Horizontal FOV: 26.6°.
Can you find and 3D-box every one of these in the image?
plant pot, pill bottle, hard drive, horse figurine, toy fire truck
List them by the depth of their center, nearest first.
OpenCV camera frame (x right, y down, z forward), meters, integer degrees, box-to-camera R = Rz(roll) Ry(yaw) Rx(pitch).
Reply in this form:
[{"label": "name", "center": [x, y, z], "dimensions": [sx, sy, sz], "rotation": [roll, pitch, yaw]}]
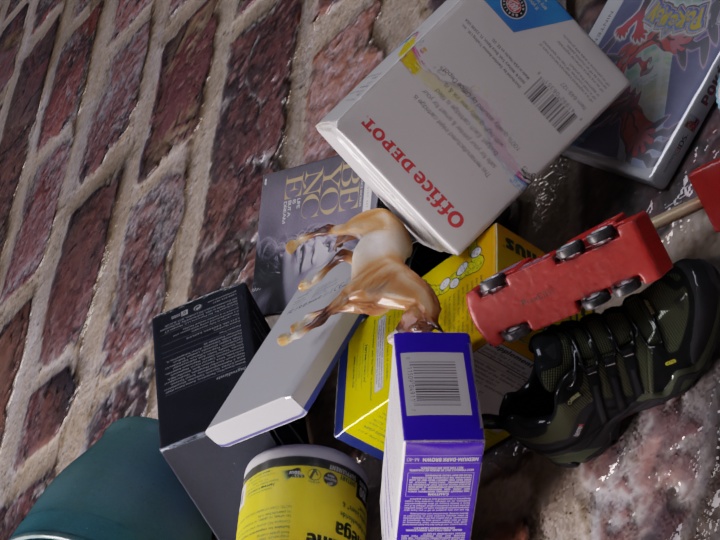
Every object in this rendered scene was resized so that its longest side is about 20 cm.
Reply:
[{"label": "toy fire truck", "center": [0.185, -0.016, 1.100], "dimensions": [0.200, 0.049, 0.141], "rotation": [-26, 3, 31]}, {"label": "horse figurine", "center": [0.000, 0.000, 1.256], "dimensions": [0.132, 0.050, 0.200], "rotation": [-22, 31, 16]}, {"label": "pill bottle", "center": [-0.053, 0.258, 1.295], "dimensions": [0.112, 0.112, 0.200], "rotation": [-36, 37, 39]}, {"label": "hard drive", "center": [-0.047, 0.059, 1.324], "dimensions": [0.132, 0.025, 0.200], "rotation": [-26, 25, 48]}, {"label": "plant pot", "center": [-0.235, 0.260, 1.541], "dimensions": [0.200, 0.200, 0.188], "rotation": [-33, 23, 42]}]

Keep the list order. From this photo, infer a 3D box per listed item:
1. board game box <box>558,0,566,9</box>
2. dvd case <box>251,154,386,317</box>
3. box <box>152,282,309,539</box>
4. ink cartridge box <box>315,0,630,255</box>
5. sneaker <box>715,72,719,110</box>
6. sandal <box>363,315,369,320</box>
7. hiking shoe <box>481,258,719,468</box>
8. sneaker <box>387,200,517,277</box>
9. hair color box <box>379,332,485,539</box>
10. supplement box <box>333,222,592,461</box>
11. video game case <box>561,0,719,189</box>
[{"label": "board game box", "center": [0.146, -0.220, 1.468], "dimensions": [0.126, 0.035, 0.200], "rotation": [-41, 28, 37]}, {"label": "dvd case", "center": [-0.042, -0.035, 1.473], "dimensions": [0.200, 0.016, 0.149], "rotation": [-9, 72, 52]}, {"label": "box", "center": [-0.121, 0.136, 1.458], "dimensions": [0.104, 0.148, 0.200], "rotation": [-21, 36, 6]}, {"label": "ink cartridge box", "center": [0.086, -0.134, 1.253], "dimensions": [0.200, 0.147, 0.145], "rotation": [-44, 8, -3]}, {"label": "sneaker", "center": [0.322, -0.191, 1.130], "dimensions": [0.081, 0.076, 0.200], "rotation": [-12, 60, 45]}, {"label": "sandal", "center": [0.060, 0.047, 1.363], "dimensions": [0.203, 0.082, 0.050], "rotation": [-12, 97, 54]}, {"label": "hiking shoe", "center": [0.175, 0.065, 1.091], "dimensions": [0.200, 0.101, 0.076], "rotation": [-51, 41, 24]}, {"label": "sneaker", "center": [0.048, -0.024, 1.405], "dimensions": [0.200, 0.071, 0.099], "rotation": [-17, 26, 49]}, {"label": "hair color box", "center": [0.052, 0.155, 1.158], "dimensions": [0.109, 0.065, 0.200], "rotation": [-94, 7, -47]}, {"label": "supplement box", "center": [0.083, 0.072, 1.242], "dimensions": [0.200, 0.109, 0.110], "rotation": [-37, 36, 38]}, {"label": "video game case", "center": [0.241, -0.170, 1.292], "dimensions": [0.182, 0.023, 0.200], "rotation": [-61, 27, 1]}]
